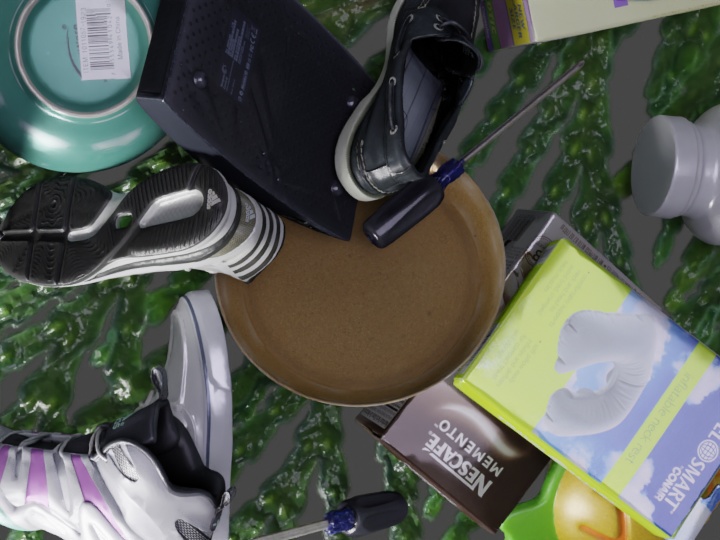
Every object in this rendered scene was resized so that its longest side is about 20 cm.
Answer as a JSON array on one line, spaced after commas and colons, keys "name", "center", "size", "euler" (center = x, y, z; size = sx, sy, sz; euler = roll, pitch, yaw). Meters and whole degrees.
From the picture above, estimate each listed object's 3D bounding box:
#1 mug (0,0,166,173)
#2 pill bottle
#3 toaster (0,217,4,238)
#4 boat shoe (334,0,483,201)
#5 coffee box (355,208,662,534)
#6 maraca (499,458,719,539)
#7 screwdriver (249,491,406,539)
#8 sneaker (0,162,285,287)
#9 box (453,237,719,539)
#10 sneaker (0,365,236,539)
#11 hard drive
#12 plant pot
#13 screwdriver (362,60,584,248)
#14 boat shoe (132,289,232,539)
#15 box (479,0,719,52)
[{"name": "mug", "center": [-0.193, -0.150, 0.997], "size": [0.185, 0.114, 0.152], "euler": [40, 84, -14]}, {"name": "pill bottle", "center": [0.304, -0.066, 1.140], "size": [0.198, 0.104, 0.105], "euler": [5, 92, -15]}, {"name": "toaster", "center": [-0.321, -0.006, 0.942], "size": [0.200, 0.181, 0.119], "euler": [-45, 97, -7]}, {"name": "boat shoe", "center": [0.049, -0.136, 1.056], "size": [0.075, 0.066, 0.200], "euler": [48, 56, -29]}, {"name": "coffee box", "center": [0.104, 0.069, 1.108], "size": [0.113, 0.080, 0.200], "euler": [39, 83, -14]}, {"name": "maraca", "center": [0.183, 0.164, 1.123], "size": [0.200, 0.107, 0.137], "euler": [-40, 118, 0]}, {"name": "screwdriver", "center": [-0.030, 0.174, 1.040], "size": [0.199, 0.029, 0.028], "euler": [-5, 102, -57]}, {"name": "sneaker", "center": [-0.137, -0.013, 1.021], "size": [0.115, 0.199, 0.076], "euler": [28, 62, -53]}, {"name": "box", "center": [0.177, 0.086, 1.045], "size": [0.199, 0.048, 0.122], "euler": [36, 84, -1]}, {"name": "sneaker", "center": [-0.170, 0.114, 1.005], "size": [0.199, 0.078, 0.141], "euler": [30, 109, 4]}, {"name": "hard drive", "center": [-0.064, -0.113, 1.004], "size": [0.200, 0.042, 0.136], "euler": [36, 57, -48]}, {"name": "plant pot", "center": [0.000, 0.000, 1.065], "size": [0.198, 0.028, 0.202], "euler": [-1, 69, 2]}, {"name": "screwdriver", "center": [0.081, -0.082, 1.068], "size": [0.200, 0.029, 0.028], "euler": [-38, 62, -16]}, {"name": "boat shoe", "center": [-0.124, 0.114, 1.054], "size": [0.065, 0.074, 0.202], "euler": [-2, 93, -19]}, {"name": "box", "center": [0.179, -0.262, 1.098], "size": [0.198, 0.097, 0.177], "euler": [-14, 97, -14]}]
